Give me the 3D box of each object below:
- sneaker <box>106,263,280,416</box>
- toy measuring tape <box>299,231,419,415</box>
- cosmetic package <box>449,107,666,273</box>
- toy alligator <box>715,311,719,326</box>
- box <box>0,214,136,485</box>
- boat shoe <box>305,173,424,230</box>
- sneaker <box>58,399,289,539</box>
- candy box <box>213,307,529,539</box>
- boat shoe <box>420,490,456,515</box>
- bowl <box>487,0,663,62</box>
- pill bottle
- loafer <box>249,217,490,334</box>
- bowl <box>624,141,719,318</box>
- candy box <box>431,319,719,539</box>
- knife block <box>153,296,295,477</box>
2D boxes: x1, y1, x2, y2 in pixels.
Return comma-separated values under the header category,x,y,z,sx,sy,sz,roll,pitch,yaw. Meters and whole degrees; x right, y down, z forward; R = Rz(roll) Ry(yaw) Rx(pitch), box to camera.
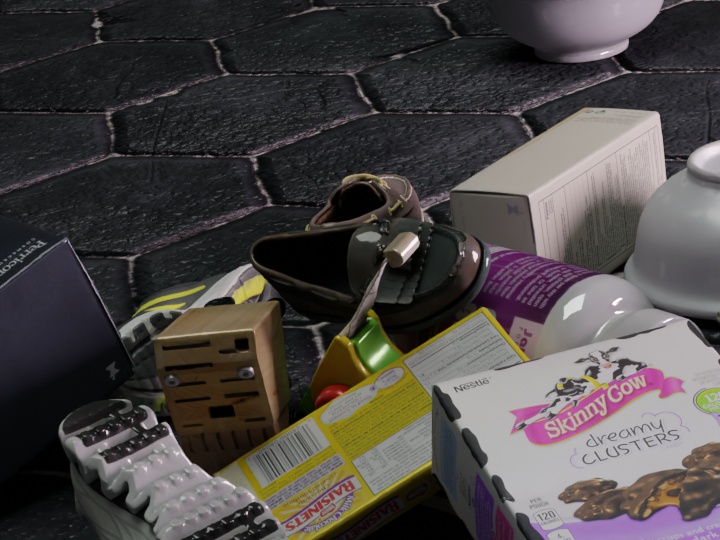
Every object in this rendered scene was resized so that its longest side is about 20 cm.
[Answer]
category,x,y,z,sx,sy,sz,roll,pitch,yaw
sneaker,-0.138,0.056,1.651,0.085,0.074,0.200,-9,12,38
toy measuring tape,0.017,0.056,1.458,0.074,0.200,0.074,11,50,-14
cosmetic package,0.155,-0.045,1.746,0.073,0.104,0.200,7,24,36
toy alligator,0.241,0.085,1.450,0.054,0.059,0.200,-47,19,10
box,-0.295,0.061,1.528,0.200,0.124,0.197,-41,37,-26
boat shoe,0.003,-0.043,1.850,0.072,0.060,0.200,-1,22,19
sneaker,-0.106,0.158,1.354,0.075,0.081,0.200,-17,42,-35
candy box,0.015,0.105,1.390,0.200,0.026,0.102,-31,39,-4
boat shoe,0.107,0.119,1.392,0.201,0.063,0.074,10,26,36
bowl,0.219,-0.265,2.315,0.201,0.090,0.201,-7,20,2
pill bottle,0.124,0.050,1.491,0.112,0.112,0.200,-24,25,-36
loafer,0.000,0.000,1.510,0.063,0.072,0.200,30,-21,-32
bowl,0.291,-0.042,1.688,0.201,0.090,0.201,-7,20,2
candy box,0.151,0.126,1.273,0.168,0.072,0.200,-14,38,-16
knife block,-0.084,0.047,1.500,0.064,0.200,0.176,-7,50,4
